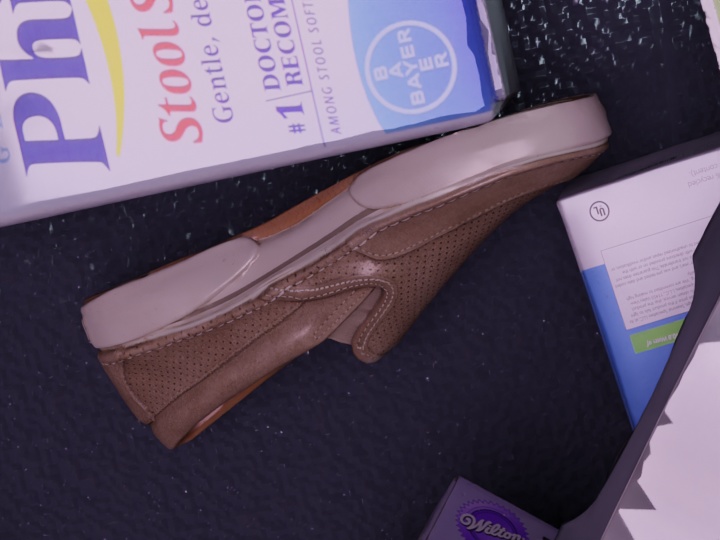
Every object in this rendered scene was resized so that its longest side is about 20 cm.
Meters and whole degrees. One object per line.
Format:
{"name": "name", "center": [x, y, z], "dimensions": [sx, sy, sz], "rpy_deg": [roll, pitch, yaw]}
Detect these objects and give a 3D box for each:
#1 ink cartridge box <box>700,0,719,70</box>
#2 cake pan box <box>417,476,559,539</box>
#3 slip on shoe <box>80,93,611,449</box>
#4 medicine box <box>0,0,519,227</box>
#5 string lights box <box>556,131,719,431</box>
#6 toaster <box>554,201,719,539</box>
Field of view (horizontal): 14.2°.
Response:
{"name": "ink cartridge box", "center": [0.218, -0.066, 0.938], "dimensions": [0.199, 0.076, 0.149], "rpy_deg": [-16, 96, 4]}
{"name": "cake pan box", "center": [0.072, 0.185, 0.980], "dimensions": [0.199, 0.052, 0.185], "rpy_deg": [27, 126, 3]}
{"name": "slip on shoe", "center": [0.000, 0.000, 0.983], "dimensions": [0.199, 0.076, 0.061], "rpy_deg": [-24, 90, 15]}
{"name": "medicine box", "center": [-0.063, -0.122, 0.962], "dimensions": [0.199, 0.103, 0.183], "rpy_deg": [-12, 97, 8]}
{"name": "string lights box", "center": [0.146, 0.052, 0.982], "dimensions": [0.102, 0.059, 0.201], "rpy_deg": [-17, 96, 10]}
{"name": "toaster", "center": [0.136, 0.071, 0.855], "dimensions": [0.129, 0.114, 0.201], "rpy_deg": [27, 94, 14]}
